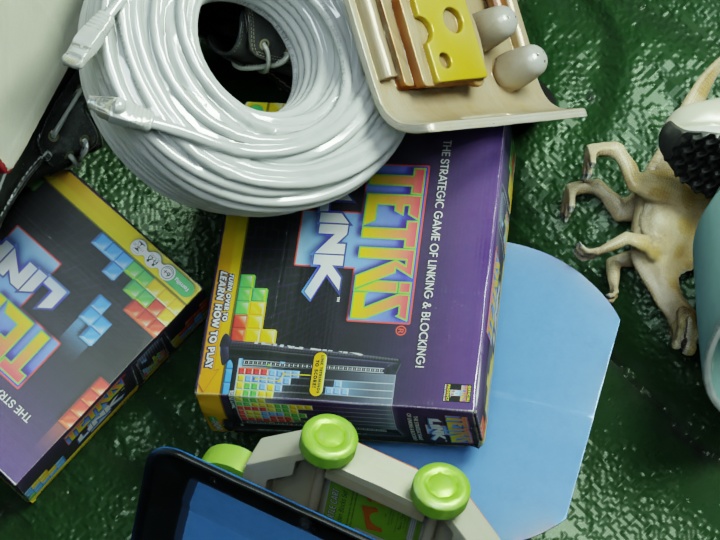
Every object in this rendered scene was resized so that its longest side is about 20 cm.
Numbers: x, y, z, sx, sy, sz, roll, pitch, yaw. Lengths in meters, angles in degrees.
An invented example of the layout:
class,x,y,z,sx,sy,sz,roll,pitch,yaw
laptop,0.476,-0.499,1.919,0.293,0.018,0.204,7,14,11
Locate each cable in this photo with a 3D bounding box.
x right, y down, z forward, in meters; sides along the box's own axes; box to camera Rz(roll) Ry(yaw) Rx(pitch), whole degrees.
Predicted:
class,x,y,z,sx,sy,sz,roll,pitch,yaw
cable,-0.064,-0.125,1.417,0.200,0.069,0.200,32,62,-14

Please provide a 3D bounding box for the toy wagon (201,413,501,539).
class,x,y,z,sx,sy,sz,roll,pitch,yaw
toy wagon,-0.017,0.143,1.406,0.199,0.155,0.040,24,48,10

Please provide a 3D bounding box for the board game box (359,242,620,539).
class,x,y,z,sx,sy,sz,roll,pitch,yaw
board game box,0.065,0.079,1.477,0.157,0.039,0.201,12,65,14

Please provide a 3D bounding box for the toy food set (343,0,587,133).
class,x,y,z,sx,sy,sz,roll,pitch,yaw
toy food set,0.056,-0.177,1.430,0.143,0.060,0.201,-10,81,-45

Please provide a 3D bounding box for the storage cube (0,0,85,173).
class,x,y,z,sx,sy,sz,roll,pitch,yaw
storage cube,-0.266,-0.184,1.402,0.179,0.171,0.200,13,64,31

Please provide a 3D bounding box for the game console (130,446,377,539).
class,x,y,z,sx,sy,sz,roll,pitch,yaw
game console,-0.062,0.223,1.399,0.199,0.118,0.171,23,75,10

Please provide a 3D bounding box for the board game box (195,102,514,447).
class,x,y,z,sx,sy,sz,roll,pitch,yaw
board game box,0.000,0.000,1.463,0.165,0.057,0.201,2,63,11

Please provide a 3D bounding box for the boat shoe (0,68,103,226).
class,x,y,z,sx,sy,sz,roll,pitch,yaw
boat shoe,-0.184,-0.092,1.469,0.071,0.072,0.200,29,77,-13

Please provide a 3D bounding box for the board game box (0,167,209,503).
class,x,y,z,sx,sy,sz,roll,pitch,yaw
board game box,-0.219,0.013,1.502,0.200,0.057,0.165,40,77,13

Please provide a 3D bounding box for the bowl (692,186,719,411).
class,x,y,z,sx,sy,sz,roll,pitch,yaw
bowl,0.273,-0.009,1.432,0.200,0.201,0.105,-20,54,-4

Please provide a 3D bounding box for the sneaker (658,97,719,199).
class,x,y,z,sx,sy,sz,roll,pitch,yaw
sneaker,0.267,-0.097,1.497,0.199,0.070,0.094,0,58,-17

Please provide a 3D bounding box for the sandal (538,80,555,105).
class,x,y,z,sx,sy,sz,roll,pitch,yaw
sandal,0.041,-0.163,1.533,0.200,0.075,0.045,31,112,4

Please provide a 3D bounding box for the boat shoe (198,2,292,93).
class,x,y,z,sx,sy,sz,roll,pitch,yaw
boat shoe,-0.065,-0.144,1.504,0.200,0.072,0.068,37,44,-18

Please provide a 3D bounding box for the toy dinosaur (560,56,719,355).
class,x,y,z,sx,sy,sz,roll,pitch,yaw
toy dinosaur,0.179,-0.044,1.513,0.101,0.058,0.201,10,74,-11
